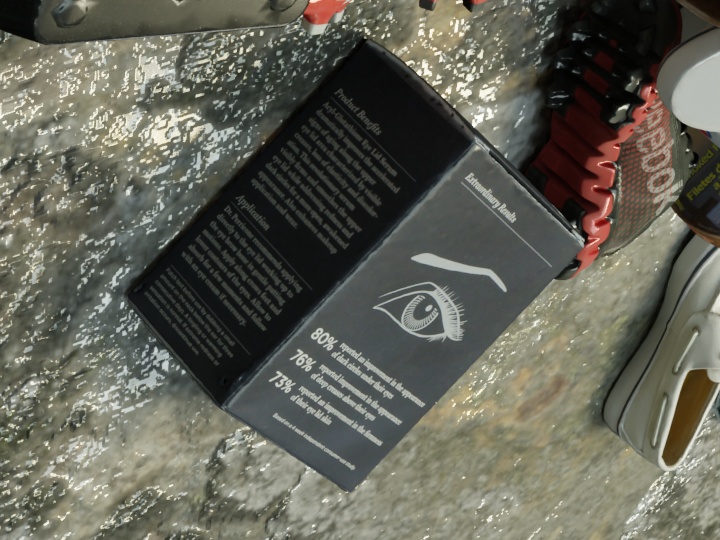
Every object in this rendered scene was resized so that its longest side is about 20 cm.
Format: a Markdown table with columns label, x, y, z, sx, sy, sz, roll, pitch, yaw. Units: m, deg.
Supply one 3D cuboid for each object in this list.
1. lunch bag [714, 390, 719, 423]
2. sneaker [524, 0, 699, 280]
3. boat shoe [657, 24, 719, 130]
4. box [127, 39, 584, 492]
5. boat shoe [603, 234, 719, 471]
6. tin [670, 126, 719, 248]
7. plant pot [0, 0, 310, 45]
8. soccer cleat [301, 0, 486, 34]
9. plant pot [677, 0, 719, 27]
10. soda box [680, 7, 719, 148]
| label | x | y | z | sx | sy | sz | roll | pitch | yaw |
| --- | --- | --- | --- | --- | --- | --- | --- | --- | --- |
| lunch bag | 0.358 | 0.057 | 1.768 | 0.200 | 0.127 | 0.170 | -48 | 142 | 17 |
| sneaker | 0.155 | -0.086 | 1.480 | 0.098 | 0.071 | 0.201 | -15 | 137 | -33 |
| boat shoe | 0.247 | -0.139 | 1.423 | 0.200 | 0.070 | 0.071 | -20 | 139 | -16 |
| box | 0.000 | 0.000 | 1.389 | 0.200 | 0.104 | 0.148 | -46 | 143 | 2 |
| boat shoe | 0.232 | 0.046 | 1.681 | 0.071 | 0.070 | 0.200 | 2 | 124 | -44 |
| tin | 0.270 | -0.097 | 1.545 | 0.200 | 0.112 | 0.042 | -45 | 151 | 2 |
| plant pot | -0.106 | -0.198 | 1.037 | 0.200 | 0.177 | 0.200 | -8 | 130 | -37 |
| soccer cleat | 0.002 | -0.170 | 1.264 | 0.200 | 0.069 | 0.085 | -9 | 123 | -42 |
| plant pot | 0.264 | -0.241 | 1.366 | 0.200 | 0.187 | 0.187 | -27 | 143 | -44 |
| soda box | 0.267 | -0.164 | 1.510 | 0.200 | 0.068 | 0.064 | -40 | 143 | -4 |
